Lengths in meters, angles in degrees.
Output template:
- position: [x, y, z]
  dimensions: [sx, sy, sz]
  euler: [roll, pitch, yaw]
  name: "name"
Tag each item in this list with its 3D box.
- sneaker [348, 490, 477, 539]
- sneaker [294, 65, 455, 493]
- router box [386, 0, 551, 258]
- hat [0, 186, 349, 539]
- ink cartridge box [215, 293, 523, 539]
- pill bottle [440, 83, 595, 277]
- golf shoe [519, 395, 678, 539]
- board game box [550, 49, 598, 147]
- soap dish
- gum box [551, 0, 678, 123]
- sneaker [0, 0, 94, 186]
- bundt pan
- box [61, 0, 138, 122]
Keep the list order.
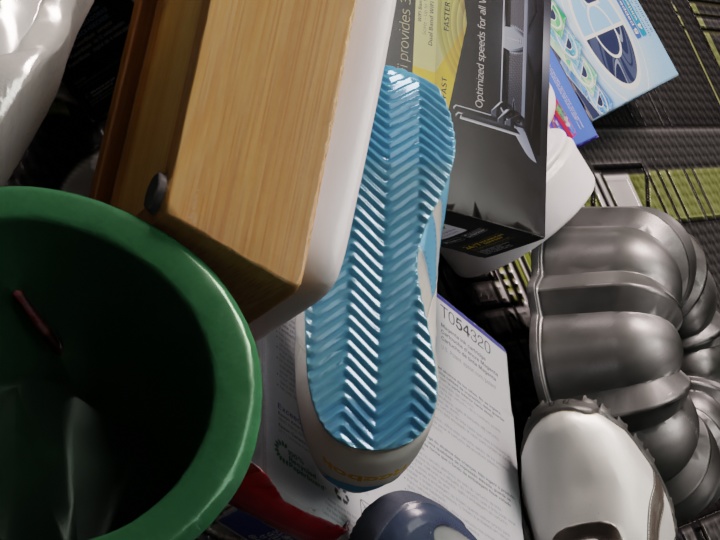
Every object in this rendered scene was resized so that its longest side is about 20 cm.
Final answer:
- position: [0.066, 0.185, 1.009]
  dimensions: [0.070, 0.082, 0.201]
  euler: [-39, 113, -21]
  name: "sneaker"
- position: [0.000, 0.000, 1.010]
  dimensions: [0.076, 0.081, 0.201]
  euler: [7, 63, -4]
  name: "sneaker"
- position: [0.020, -0.121, 1.120]
  dimensions: [0.157, 0.052, 0.201]
  euler: [15, 70, -33]
  name: "router box"
- position: [-0.120, 0.086, 0.893]
  dimensions: [0.199, 0.176, 0.166]
  euler: [27, 62, 8]
  name: "hat"
- position: [0.006, 0.077, 1.097]
  dimensions: [0.196, 0.043, 0.201]
  euler: [38, 33, -35]
  name: "ink cartridge box"
- position: [0.035, -0.103, 1.233]
  dimensions: [0.200, 0.114, 0.114]
  euler: [54, 29, -14]
  name: "pill bottle"
- position: [0.122, 0.163, 1.120]
  dimensions: [0.094, 0.077, 0.201]
  euler: [-17, 93, -74]
  name: "golf shoe"
- position: [0.061, -0.150, 1.391]
  dimensions: [0.201, 0.045, 0.134]
  euler: [62, 28, 1]
  name: "board game box"
- position: [-0.055, -0.070, 0.948]
  dimensions: [0.081, 0.157, 0.201]
  euler: [18, 68, -20]
  name: "soap dish"
- position: [0.133, -0.183, 1.541]
  dimensions: [0.171, 0.044, 0.200]
  euler: [61, 27, -1]
  name: "gum box"
- position: [-0.164, -0.108, 0.948]
  dimensions: [0.088, 0.075, 0.201]
  euler: [23, 61, -3]
  name: "sneaker"
- position: [0.162, 0.054, 1.279]
  dimensions: [0.202, 0.075, 0.203]
  euler: [-9, 90, -68]
  name: "bundt pan"
- position: [-0.147, -0.184, 1.060]
  dimensions: [0.200, 0.060, 0.117]
  euler: [53, 29, -17]
  name: "box"
